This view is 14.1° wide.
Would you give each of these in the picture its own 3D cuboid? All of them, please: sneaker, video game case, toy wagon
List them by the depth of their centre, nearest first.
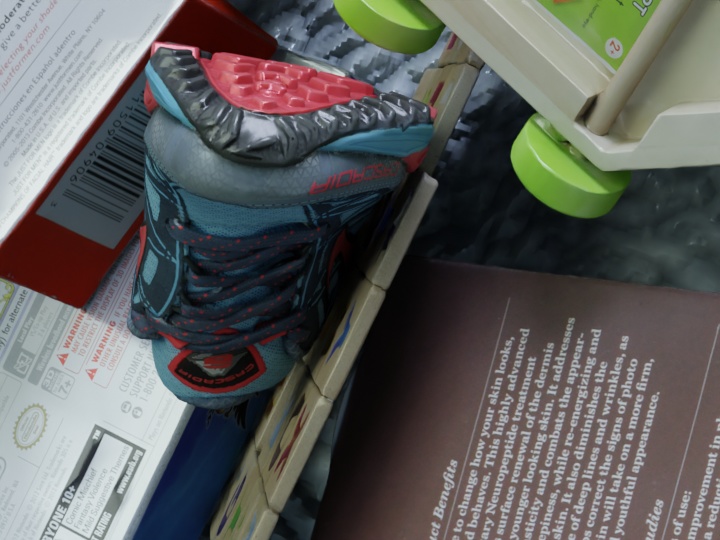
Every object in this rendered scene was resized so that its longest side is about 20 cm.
[{"bbox_3d":[0.079,-0.085,0.736,0.200,0.040,0.155,44,129,16],"label":"toy wagon"},{"bbox_3d":[-0.026,-0.007,0.820,0.079,0.200,0.096,11,87,1],"label":"sneaker"},{"bbox_3d":[-0.107,0.000,0.980,0.181,0.045,0.201,24,87,29],"label":"video game case"}]

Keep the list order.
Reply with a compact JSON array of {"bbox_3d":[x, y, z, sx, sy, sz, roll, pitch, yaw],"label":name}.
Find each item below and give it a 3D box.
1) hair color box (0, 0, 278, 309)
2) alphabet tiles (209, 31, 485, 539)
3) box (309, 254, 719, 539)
[{"bbox_3d":[-0.135,-0.092,0.960,0.200,0.064,0.111,41,97,29],"label":"hair color box"},{"bbox_3d":[0.000,0.000,0.867,0.167,0.008,0.201,-134,69,-86],"label":"alphabet tiles"},{"bbox_3d":[0.085,0.060,0.789,0.200,0.075,0.101,8,79,44],"label":"box"}]
